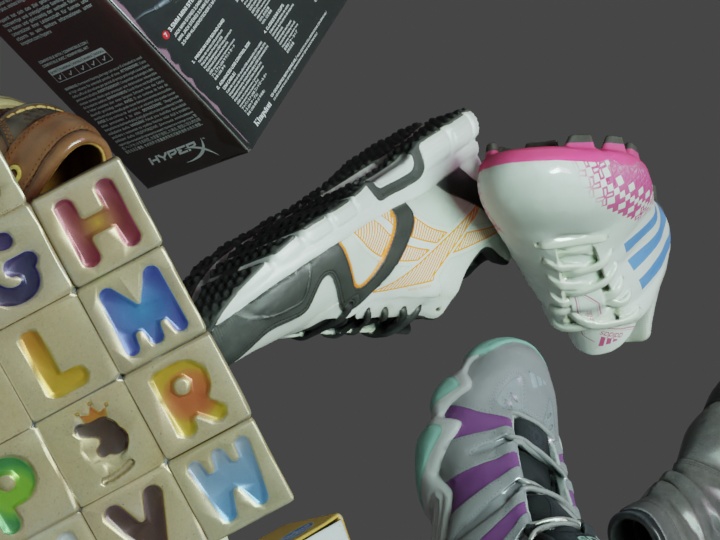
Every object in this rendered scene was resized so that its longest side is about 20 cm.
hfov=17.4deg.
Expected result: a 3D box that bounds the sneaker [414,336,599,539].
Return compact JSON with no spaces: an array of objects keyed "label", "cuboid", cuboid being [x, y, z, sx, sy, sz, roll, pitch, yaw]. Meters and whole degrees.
[{"label":"sneaker","cuboid":[0.086,0.115,1.005,0.078,0.140,0.200,26,63,-34]}]

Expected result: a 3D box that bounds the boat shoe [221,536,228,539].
[{"label":"boat shoe","cuboid":[-0.090,0.084,0.878,0.063,0.074,0.202,14,48,-30]}]

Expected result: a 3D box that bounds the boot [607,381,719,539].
[{"label":"boot","cuboid":[0.207,0.163,1.162,0.200,0.070,0.132,48,54,-9]}]

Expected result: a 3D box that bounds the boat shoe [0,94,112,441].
[{"label":"boat shoe","cuboid":[-0.128,0.039,0.814,0.072,0.068,0.200,10,89,-45]}]

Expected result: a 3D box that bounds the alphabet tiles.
[{"label":"alphabet tiles","cuboid":[-0.124,0.059,0.783,0.166,0.006,0.200,-28,103,-4]}]

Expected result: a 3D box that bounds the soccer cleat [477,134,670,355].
[{"label":"soccer cleat","cuboid":[0.104,-0.008,1.060,0.200,0.070,0.086,21,67,-69]}]

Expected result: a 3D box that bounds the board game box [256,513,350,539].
[{"label":"board game box","cuboid":[-0.060,0.203,0.920,0.200,0.040,0.153,-24,95,-43]}]

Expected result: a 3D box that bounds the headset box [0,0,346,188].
[{"label":"headset box","cuboid":[-0.098,-0.158,0.957,0.200,0.075,0.149,46,52,-23]}]

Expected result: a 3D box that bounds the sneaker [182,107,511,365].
[{"label":"sneaker","cuboid":[0.000,0.000,1.006,0.200,0.074,0.080,-33,104,-41]}]
